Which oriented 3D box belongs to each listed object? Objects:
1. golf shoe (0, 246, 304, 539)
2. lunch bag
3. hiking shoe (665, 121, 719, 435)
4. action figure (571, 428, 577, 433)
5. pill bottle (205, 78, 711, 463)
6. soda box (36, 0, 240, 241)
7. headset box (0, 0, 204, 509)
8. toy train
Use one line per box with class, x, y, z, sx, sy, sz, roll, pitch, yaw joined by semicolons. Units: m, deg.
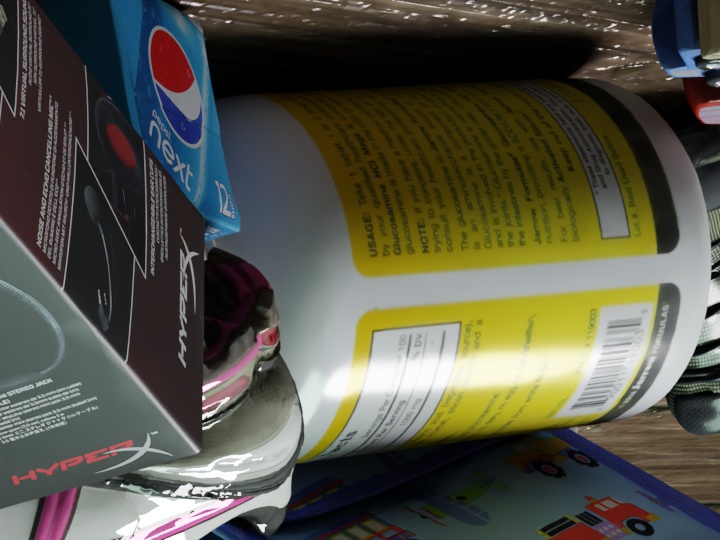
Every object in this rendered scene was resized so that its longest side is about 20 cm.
golf shoe;-0.105;0.072;0.785;0.199;0.073;0.093;-21;126;-14
lunch bag;0.001;0.084;0.957;0.150;0.200;0.094;-23;145;-46
hiking shoe;0.131;0.006;1.087;0.075;0.101;0.200;-16;167;13
action figure;0.080;0.069;1.226;0.199;0.105;0.193;28;-173;-18
pill bottle;0.000;0.000;0.910;0.199;0.113;0.112;-5;165;-33
soda box;-0.139;-0.019;0.817;0.199;0.065;0.068;-17;166;17
headset box;-0.142;-0.021;0.655;0.148;0.075;0.200;-17;140;18
toy train;0.122;-0.062;0.917;0.045;0.034;0.200;-4;170;13
